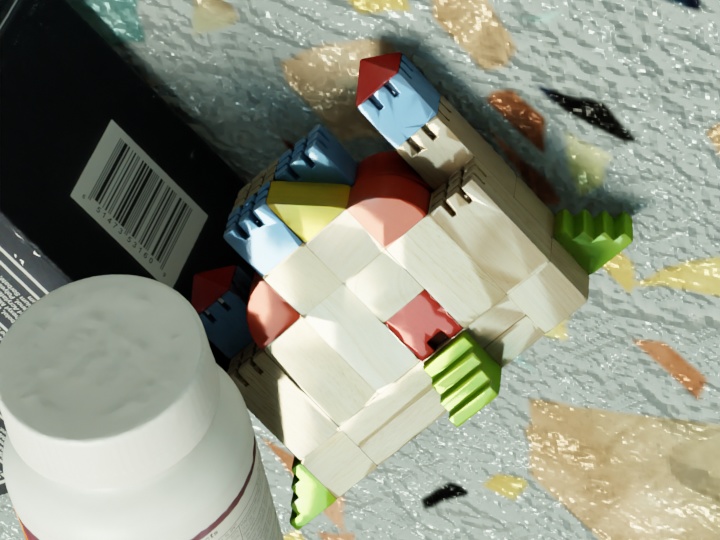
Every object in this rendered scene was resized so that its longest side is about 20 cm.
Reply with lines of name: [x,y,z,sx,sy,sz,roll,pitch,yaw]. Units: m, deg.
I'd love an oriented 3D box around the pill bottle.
pill bottle: [-0.094,0.100,1.235,0.109,0.110,0.201,11,142,20]

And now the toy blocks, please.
toy blocks: [0.000,0.000,1.242,0.200,0.100,0.137,-40,105,20]

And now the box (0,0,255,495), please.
box: [-0.170,-0.010,1.336,0.198,0.124,0.200,-19,125,42]
